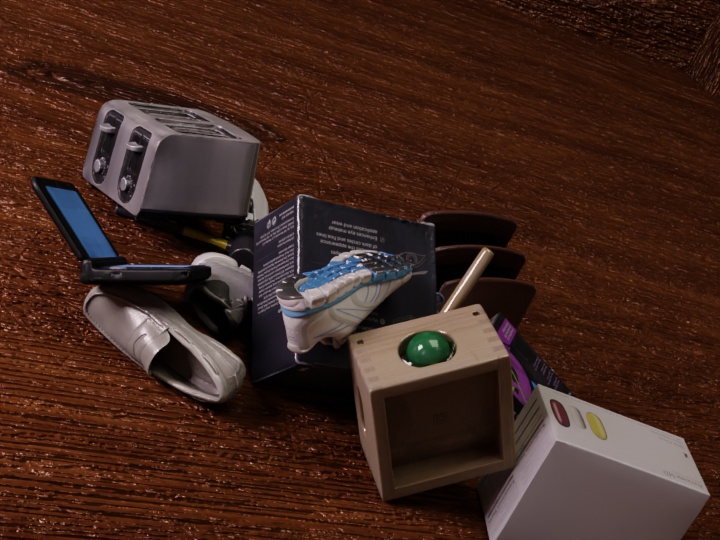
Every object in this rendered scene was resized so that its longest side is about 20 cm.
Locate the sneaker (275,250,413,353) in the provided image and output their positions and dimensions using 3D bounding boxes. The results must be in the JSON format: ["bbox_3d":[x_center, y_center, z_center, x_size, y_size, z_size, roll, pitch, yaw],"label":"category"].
[{"bbox_3d":[-0.018,0.036,1.499,0.075,0.088,0.199,19,28,40],"label":"sneaker"}]

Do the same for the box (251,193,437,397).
[{"bbox_3d":[-0.019,0.037,1.601,0.195,0.117,0.202,11,68,-31],"label":"box"}]

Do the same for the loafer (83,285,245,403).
[{"bbox_3d":[-0.218,0.080,1.484,0.199,0.070,0.070,28,22,7],"label":"loafer"}]

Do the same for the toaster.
[{"bbox_3d":[-0.238,-0.139,1.785,0.198,0.120,0.180,3,19,-37],"label":"toaster"}]

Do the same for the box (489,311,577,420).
[{"bbox_3d":[0.212,0.156,1.659,0.200,0.036,0.143,49,25,-3],"label":"box"}]

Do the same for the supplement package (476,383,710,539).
[{"bbox_3d":[0.259,0.247,1.533,0.198,0.157,0.111,20,25,-15],"label":"supplement package"}]

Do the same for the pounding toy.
[{"bbox_3d":[0.084,0.111,1.492,0.182,0.202,0.143,-13,34,-9],"label":"pounding toy"}]

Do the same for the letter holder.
[{"bbox_3d":[0.159,-0.001,1.939,0.199,0.143,0.101,3,33,-42],"label":"letter holder"}]

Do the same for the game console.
[{"bbox_3d":[-0.264,-0.044,1.536,0.174,0.118,0.200,0,2,1],"label":"game console"}]

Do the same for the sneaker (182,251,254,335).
[{"bbox_3d":[-0.124,0.052,1.648,0.198,0.076,0.116,16,29,1],"label":"sneaker"}]

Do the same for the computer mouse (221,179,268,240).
[{"bbox_3d":[-0.162,-0.095,1.918,0.109,0.044,0.201,12,28,-28],"label":"computer mouse"}]

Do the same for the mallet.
[{"bbox_3d":[-0.223,-0.054,1.791,0.198,0.041,0.066,22,24,-1],"label":"mallet"}]

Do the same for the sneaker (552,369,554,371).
[{"bbox_3d":[0.174,0.110,1.825,0.199,0.073,0.072,34,27,18],"label":"sneaker"}]

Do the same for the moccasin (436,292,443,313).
[{"bbox_3d":[0.073,0.078,1.730,0.068,0.080,0.202,-5,75,-42],"label":"moccasin"}]
